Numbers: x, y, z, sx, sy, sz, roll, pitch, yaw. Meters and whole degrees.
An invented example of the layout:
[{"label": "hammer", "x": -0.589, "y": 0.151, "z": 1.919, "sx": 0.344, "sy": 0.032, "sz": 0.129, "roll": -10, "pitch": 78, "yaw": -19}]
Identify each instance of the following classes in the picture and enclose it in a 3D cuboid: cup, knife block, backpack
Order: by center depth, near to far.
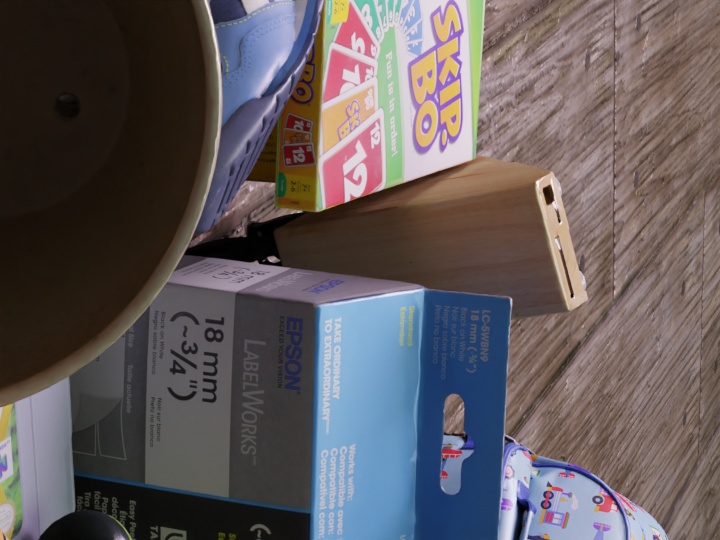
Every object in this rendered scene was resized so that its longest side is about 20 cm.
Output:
[{"label": "cup", "x": -0.137, "y": -0.062, "z": 0.650, "sx": 0.143, "sy": 0.200, "sz": 0.201, "roll": -66, "pitch": 159, "yaw": -81}, {"label": "knife block", "x": 0.000, "y": 0.000, "z": 0.954, "sx": 0.200, "sy": 0.175, "sz": 0.064, "roll": -149, "pitch": -139, "yaw": -77}, {"label": "backpack", "x": 0.093, "y": 0.196, "z": 1.234, "sx": 0.135, "sy": 0.200, "sz": 0.183, "roll": 62, "pitch": 41, "yaw": -54}]

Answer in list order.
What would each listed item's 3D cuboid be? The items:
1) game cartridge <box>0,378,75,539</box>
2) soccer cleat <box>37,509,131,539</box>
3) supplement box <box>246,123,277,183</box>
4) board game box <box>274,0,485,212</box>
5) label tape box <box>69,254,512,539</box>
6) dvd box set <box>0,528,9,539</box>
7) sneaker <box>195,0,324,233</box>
[{"label": "game cartridge", "x": -0.175, "y": 0.069, "z": 0.764, "sx": 0.200, "sy": 0.040, "sz": 0.134, "roll": -36, "pitch": 125, "yaw": -61}, {"label": "soccer cleat", "x": -0.150, "y": 0.189, "z": 0.784, "sx": 0.081, "sy": 0.067, "sz": 0.200, "roll": 35, "pitch": 78, "yaw": -59}, {"label": "supplement box", "x": -0.043, "y": -0.150, "z": 0.926, "sx": 0.200, "sy": 0.109, "sz": 0.109, "roll": 76, "pitch": 30, "yaw": -42}, {"label": "board game box", "x": 0.016, "y": -0.089, "z": 0.911, "sx": 0.200, "sy": 0.030, "sz": 0.096, "roll": -25, "pitch": 121, "yaw": -65}, {"label": "label tape box", "x": -0.039, "y": 0.074, "z": 0.875, "sx": 0.063, "sy": 0.200, "sz": 0.144, "roll": -22, "pitch": 116, "yaw": -65}, {"label": "dvd box set", "x": -0.195, "y": 0.083, "z": 0.587, "sx": 0.200, "sy": 0.146, "sz": 0.029, "roll": 70, "pitch": -1, "yaw": -48}, {"label": "sneaker", "x": -0.059, "y": -0.102, "z": 0.754, "sx": 0.074, "sy": 0.082, "sz": 0.200, "roll": 125, "pitch": -18, "yaw": -52}]
